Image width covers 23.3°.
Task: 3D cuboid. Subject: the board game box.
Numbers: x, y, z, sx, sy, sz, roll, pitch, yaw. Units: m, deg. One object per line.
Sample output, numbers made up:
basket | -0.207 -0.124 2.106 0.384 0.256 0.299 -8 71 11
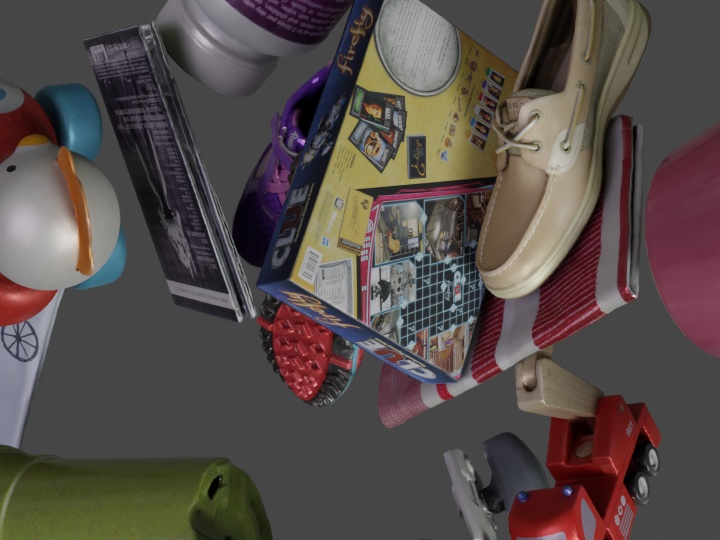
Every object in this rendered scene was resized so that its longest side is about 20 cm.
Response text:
board game box | 0.028 -0.051 1.028 0.035 0.135 0.200 -11 54 51

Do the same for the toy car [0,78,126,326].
toy car | -0.225 -0.052 1.176 0.200 0.184 0.177 -6 95 53

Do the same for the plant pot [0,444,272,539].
plant pot | -0.169 0.208 1.236 0.189 0.200 0.201 -12 92 20

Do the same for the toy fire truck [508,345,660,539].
toy fire truck | 0.126 0.083 1.040 0.049 0.200 0.141 -13 120 33

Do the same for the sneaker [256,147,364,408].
sneaker | 0.000 0.000 1.111 0.079 0.095 0.200 35 129 29

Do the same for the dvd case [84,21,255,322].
dvd case | -0.130 -0.066 1.175 0.149 0.016 0.201 9 118 67

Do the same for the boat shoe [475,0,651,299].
boat shoe | 0.106 -0.082 1.017 0.072 0.065 0.200 7 70 55

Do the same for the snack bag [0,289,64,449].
snack bag | -0.318 0.036 1.380 0.188 0.021 0.200 28 113 24

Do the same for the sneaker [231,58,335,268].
sneaker | -0.032 -0.076 1.143 0.081 0.088 0.200 49 120 14

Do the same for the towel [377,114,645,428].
towel | 0.088 0.001 1.052 0.023 0.144 0.200 34 134 -27

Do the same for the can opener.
can opener | 0.100 0.188 1.080 0.067 0.053 0.200 -29 51 13

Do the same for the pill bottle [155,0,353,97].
pill bottle | -0.045 -0.209 1.113 0.112 0.112 0.200 49 119 15

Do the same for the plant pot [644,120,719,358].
plant pot | 0.258 -0.029 0.923 0.179 0.200 0.201 -16 90 48

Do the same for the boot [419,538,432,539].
boot | 0.050 0.284 1.070 0.182 0.072 0.200 59 145 24
